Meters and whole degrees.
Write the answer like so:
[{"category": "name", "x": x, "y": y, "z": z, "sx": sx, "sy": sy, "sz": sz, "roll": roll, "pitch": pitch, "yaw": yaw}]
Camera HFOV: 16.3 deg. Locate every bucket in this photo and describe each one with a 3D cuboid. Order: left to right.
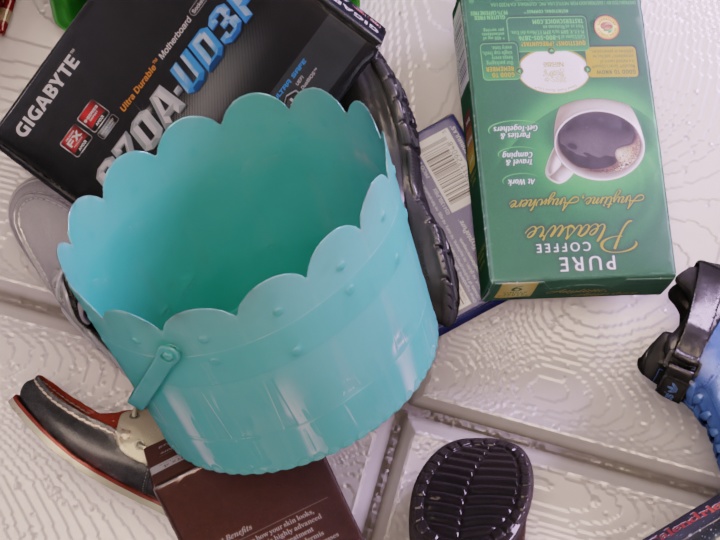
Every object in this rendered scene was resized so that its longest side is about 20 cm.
[{"category": "bucket", "x": -0.059, "y": 0.008, "z": 1.439, "sx": 0.207, "sy": 0.207, "sz": 0.135, "roll": -24, "pitch": 124, "yaw": -3}]

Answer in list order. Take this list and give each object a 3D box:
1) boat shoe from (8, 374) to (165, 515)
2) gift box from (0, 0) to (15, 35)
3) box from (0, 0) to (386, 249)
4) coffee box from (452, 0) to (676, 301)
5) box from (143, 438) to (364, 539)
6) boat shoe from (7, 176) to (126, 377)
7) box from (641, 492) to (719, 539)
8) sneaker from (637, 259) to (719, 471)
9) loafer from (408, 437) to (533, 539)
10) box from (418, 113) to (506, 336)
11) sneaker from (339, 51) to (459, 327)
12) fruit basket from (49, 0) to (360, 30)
[{"category": "boat shoe", "x": -0.122, "y": 0.116, "z": 1.559, "sx": 0.200, "sy": 0.071, "sz": 0.063, "roll": 31, "pitch": 96, "yaw": 1}, {"category": "gift box", "x": -0.310, "y": -0.217, "z": 1.570, "sx": 0.184, "sy": 0.187, "sz": 0.200, "roll": 25, "pitch": 66, "yaw": 4}, {"category": "box", "x": -0.104, "y": -0.113, "z": 1.531, "sx": 0.159, "sy": 0.046, "sz": 0.200, "roll": 37, "pitch": 107, "yaw": -7}, {"category": "coffee box", "x": 0.126, "y": -0.081, "z": 1.587, "sx": 0.122, "sy": 0.044, "sz": 0.201, "roll": -3, "pitch": 72, "yaw": -10}, {"category": "box", "x": -0.043, "y": 0.179, "z": 1.505, "sx": 0.100, "sy": 0.075, "sz": 0.200, "roll": -25, "pitch": 110, "yaw": -3}, {"category": "boat shoe", "x": -0.156, "y": 0.015, "z": 1.571, "sx": 0.072, "sy": 0.068, "sz": 0.200, "roll": -45, "pitch": 75, "yaw": 18}, {"category": "box", "x": 0.241, "y": 0.196, "z": 1.488, "sx": 0.200, "sy": 0.038, "sz": 0.137, "roll": -31, "pitch": 102, "yaw": -4}, {"category": "sneaker", "x": 0.220, "y": 0.091, "z": 1.554, "sx": 0.111, "sy": 0.077, "sz": 0.201, "roll": 11, "pitch": 78, "yaw": 1}, {"category": "loafer", "x": 0.060, "y": 0.186, "z": 1.524, "sx": 0.073, "sy": 0.071, "sz": 0.200, "roll": 8, "pitch": 46, "yaw": 10}, {"category": "box", "x": 0.000, "y": 0.000, "z": 1.600, "sx": 0.200, "sy": 0.032, "sz": 0.121, "roll": -27, "pitch": 79, "yaw": -5}, {"category": "sneaker", "x": -0.001, "y": -0.054, "z": 1.562, "sx": 0.090, "sy": 0.076, "sz": 0.201, "roll": -15, "pitch": 75, "yaw": 7}, {"category": "fruit basket", "x": -0.101, "y": -0.176, "z": 1.589, "sx": 0.215, "sy": 0.156, "sz": 0.216, "roll": -1, "pitch": 61, "yaw": 2}]
